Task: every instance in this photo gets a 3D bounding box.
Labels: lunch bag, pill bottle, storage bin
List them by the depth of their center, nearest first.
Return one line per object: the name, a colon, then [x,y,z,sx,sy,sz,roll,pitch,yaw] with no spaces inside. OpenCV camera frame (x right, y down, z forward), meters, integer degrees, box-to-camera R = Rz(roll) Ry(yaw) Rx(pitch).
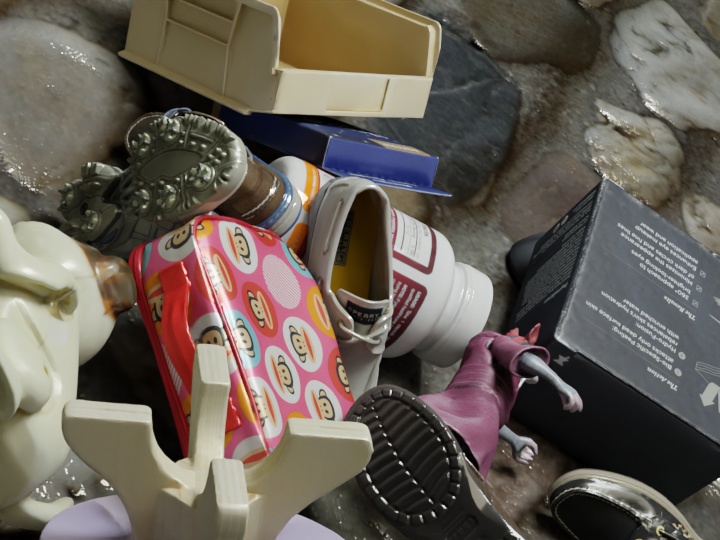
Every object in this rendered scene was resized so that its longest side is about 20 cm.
lunch bag: [-0.082,0.063,1.254,0.176,0.082,0.200,14,54,-63]
pill bottle: [0.000,0.000,1.443,0.200,0.113,0.113,27,36,-20]
storage bin: [-0.067,-0.197,1.551,0.198,0.094,0.200,27,20,38]

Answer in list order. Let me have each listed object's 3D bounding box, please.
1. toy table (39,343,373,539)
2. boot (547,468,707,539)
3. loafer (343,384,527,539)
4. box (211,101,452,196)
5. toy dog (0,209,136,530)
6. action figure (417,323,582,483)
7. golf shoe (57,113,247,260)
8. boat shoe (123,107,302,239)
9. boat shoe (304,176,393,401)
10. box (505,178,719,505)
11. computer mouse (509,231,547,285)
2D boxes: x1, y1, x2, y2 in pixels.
toy table: [-0.090,0.139,1.103,0.200,0.117,0.184,0,28,-22]
boot: [0.225,0.255,1.415,0.200,0.073,0.151,39,33,-13]
loafer: [0.058,0.168,1.250,0.200,0.073,0.071,54,-3,18]
box: [-0.022,-0.105,1.522,0.121,0.032,0.200,7,12,-41]
toy dog: [-0.217,0.045,1.156,0.194,0.139,0.200,47,31,-16]
action figure: [0.083,0.105,1.400,0.149,0.134,0.200,28,46,1]
golf shoe: [-0.130,-0.053,1.305,0.097,0.200,0.078,19,66,-38]
boat shoe: [-0.123,-0.089,1.386,0.200,0.072,0.072,25,-18,44]
boat shoe: [-0.008,0.030,1.343,0.071,0.201,0.070,7,0,-21]
box: [0.236,0.064,1.566,0.196,0.117,0.200,33,47,-11]
computer mouse: [0.232,0.012,1.715,0.200,0.053,0.139,24,38,-24]
